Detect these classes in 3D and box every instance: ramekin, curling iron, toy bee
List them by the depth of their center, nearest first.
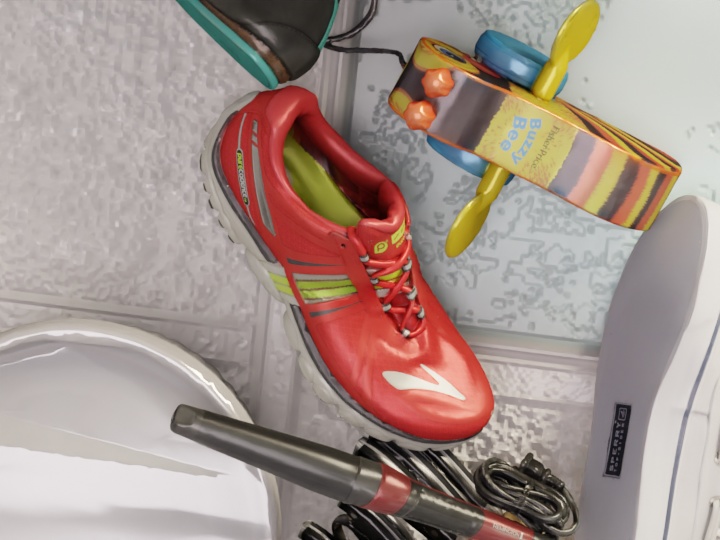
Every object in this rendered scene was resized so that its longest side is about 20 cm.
[{"bbox_3d":[0.007,0.096,1.380,0.199,0.050,0.026,13,130,-13],"label":"curling iron"},{"bbox_3d":[0.054,-0.069,1.385,0.199,0.109,0.131,8,103,5],"label":"toy bee"},{"bbox_3d":[-0.132,0.116,1.444,0.202,0.094,0.203,1,101,6],"label":"ramekin"}]

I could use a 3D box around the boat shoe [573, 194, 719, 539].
[{"bbox_3d":[0.155,0.065,1.423,0.065,0.074,0.201,12,95,-29],"label":"boat shoe"}]

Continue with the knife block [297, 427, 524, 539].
[{"bbox_3d":[0.072,0.159,1.439,0.199,0.064,0.176,7,64,-25],"label":"knife block"}]

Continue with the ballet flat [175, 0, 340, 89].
[{"bbox_3d":[-0.091,-0.165,1.404,0.200,0.068,0.068,38,81,10],"label":"ballet flat"}]

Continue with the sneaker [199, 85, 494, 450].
[{"bbox_3d":[0.000,0.000,1.402,0.200,0.077,0.085,52,143,-5],"label":"sneaker"}]
